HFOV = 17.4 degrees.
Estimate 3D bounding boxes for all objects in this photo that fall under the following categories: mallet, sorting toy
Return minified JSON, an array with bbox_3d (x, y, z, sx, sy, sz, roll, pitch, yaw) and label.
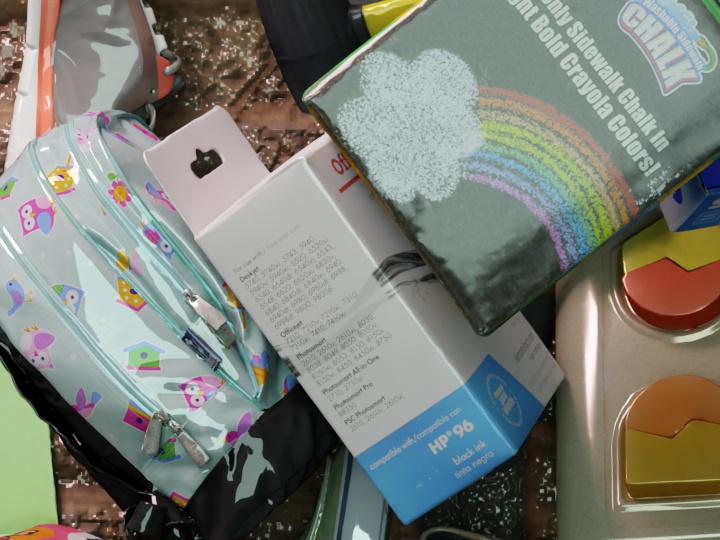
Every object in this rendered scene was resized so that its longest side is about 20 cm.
[{"bbox_3d":[0.054,-0.117,1.056,0.199,0.041,0.066,-8,115,11],"label":"mallet"},{"bbox_3d":[0.184,0.036,1.084,0.199,0.036,0.186,-7,60,17],"label":"sorting toy"}]

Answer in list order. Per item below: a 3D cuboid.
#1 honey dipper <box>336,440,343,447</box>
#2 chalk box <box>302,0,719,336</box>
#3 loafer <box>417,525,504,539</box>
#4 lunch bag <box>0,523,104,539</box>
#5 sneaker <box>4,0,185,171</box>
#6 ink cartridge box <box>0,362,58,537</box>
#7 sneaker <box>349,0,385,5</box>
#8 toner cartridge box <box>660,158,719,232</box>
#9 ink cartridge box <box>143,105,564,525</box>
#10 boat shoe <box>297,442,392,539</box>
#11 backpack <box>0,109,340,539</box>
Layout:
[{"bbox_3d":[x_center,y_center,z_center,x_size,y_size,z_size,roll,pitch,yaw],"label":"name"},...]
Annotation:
[{"bbox_3d":[0.057,0.019,1.133,0.038,0.038,0.200,47,106,6],"label":"honey dipper"},{"bbox_3d":[0.089,-0.085,0.971,0.200,0.124,0.125,-37,94,2],"label":"chalk box"},{"bbox_3d":[0.104,0.164,1.074,0.199,0.072,0.063,8,130,39],"label":"loafer"},{"bbox_3d":[-0.118,0.226,1.029,0.176,0.082,0.201,20,101,26],"label":"lunch bag"},{"bbox_3d":[-0.125,-0.116,1.165,0.082,0.077,0.201,9,95,-8],"label":"sneaker"},{"bbox_3d":[-0.223,0.137,1.148,0.147,0.076,0.201,-7,87,5],"label":"ink cartridge box"},{"bbox_3d":[0.001,-0.193,1.131,0.200,0.074,0.119,25,83,22],"label":"sneaker"},{"bbox_3d":[0.156,-0.121,1.093,0.095,0.043,0.201,-10,69,-21],"label":"toner cartridge box"},{"bbox_3d":[0.000,0.000,1.063,0.068,0.116,0.200,-35,94,21],"label":"ink cartridge box"},{"bbox_3d":[-0.026,0.173,1.130,0.062,0.072,0.201,11,90,4],"label":"boat shoe"},{"bbox_3d":[-0.098,0.027,1.092,0.127,0.167,0.200,-42,88,2],"label":"backpack"}]
